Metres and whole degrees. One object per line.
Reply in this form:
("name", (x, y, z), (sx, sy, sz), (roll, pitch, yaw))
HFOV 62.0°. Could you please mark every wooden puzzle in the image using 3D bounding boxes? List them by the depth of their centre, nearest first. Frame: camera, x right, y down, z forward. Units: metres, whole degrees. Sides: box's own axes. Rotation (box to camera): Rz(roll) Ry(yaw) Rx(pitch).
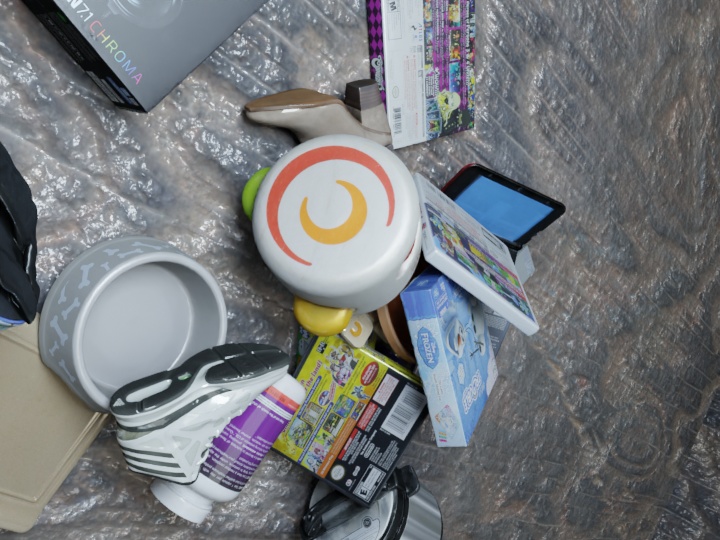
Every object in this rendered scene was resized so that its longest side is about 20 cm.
("wooden puzzle", (-0.356, 0.146, 0.608), (0.185, 0.037, 0.201), (45, 70, -42))

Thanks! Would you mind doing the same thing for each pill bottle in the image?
("pill bottle", (-0.164, 0.199, 0.739), (0.200, 0.112, 0.112), (-54, 132, -12))

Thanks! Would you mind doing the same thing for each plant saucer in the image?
("plant saucer", (0.080, 0.029, 0.830), (0.200, 0.032, 0.202), (8, 79, -51))

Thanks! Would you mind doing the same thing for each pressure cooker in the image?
("pressure cooker", (0.012, 0.378, 0.920), (0.200, 0.178, 0.177), (48, 60, -41))

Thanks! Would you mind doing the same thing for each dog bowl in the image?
("dog bowl", (-0.232, 0.065, 0.647), (0.199, 0.058, 0.201), (-12, 107, -45))

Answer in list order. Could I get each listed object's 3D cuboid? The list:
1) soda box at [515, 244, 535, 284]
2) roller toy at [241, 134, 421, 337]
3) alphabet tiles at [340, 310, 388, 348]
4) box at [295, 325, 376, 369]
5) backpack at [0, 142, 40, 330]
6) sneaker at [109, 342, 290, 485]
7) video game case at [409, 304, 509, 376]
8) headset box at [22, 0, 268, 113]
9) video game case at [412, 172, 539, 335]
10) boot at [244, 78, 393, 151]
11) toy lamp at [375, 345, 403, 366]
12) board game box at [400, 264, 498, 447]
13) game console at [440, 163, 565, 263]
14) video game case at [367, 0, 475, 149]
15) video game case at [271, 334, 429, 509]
("soda box", (0.215, 0.034, 1.042), (0.200, 0.068, 0.064), (-45, 127, -21))
("roller toy", (-0.020, -0.044, 0.683), (0.182, 0.201, 0.140), (-26, 162, -1))
("alphabet tiles", (0.000, 0.000, 0.811), (0.200, 0.015, 0.196), (48, 49, -17))
("box", (-0.030, 0.069, 0.856), (0.117, 0.048, 0.201), (-5, 111, -39))
("backpack", (-0.343, -0.026, 0.457), (0.153, 0.200, 0.191), (-25, 135, 4))
("sneaker", (-0.166, 0.156, 0.655), (0.200, 0.076, 0.116), (-16, 118, -37))
("video game case", (0.156, 0.130, 0.958), (0.142, 0.019, 0.201), (17, 99, -27))
("headset box", (-0.198, -0.279, 0.551), (0.200, 0.093, 0.174), (-50, 131, -17))
("video game case", (0.148, -0.024, 0.802), (0.200, 0.183, 0.023), (35, 119, -27))
("boot", (-0.043, -0.154, 0.755), (0.199, 0.070, 0.147), (-17, 128, -24))
("toy lamp", (0.081, 0.100, 0.957), (0.200, 0.058, 0.058), (-48, 130, -19))
("board game box", (0.124, 0.090, 0.787), (0.200, 0.043, 0.200), (-36, 115, -61))
("game console", (0.193, -0.043, 0.921), (0.199, 0.119, 0.173), (19, 80, -24))
("video game case", (0.092, -0.285, 0.841), (0.181, 0.036, 0.201), (-22, 119, -34))
("video game case", (-0.018, 0.196, 0.809), (0.201, 0.180, 0.026), (-62, 176, 16))
